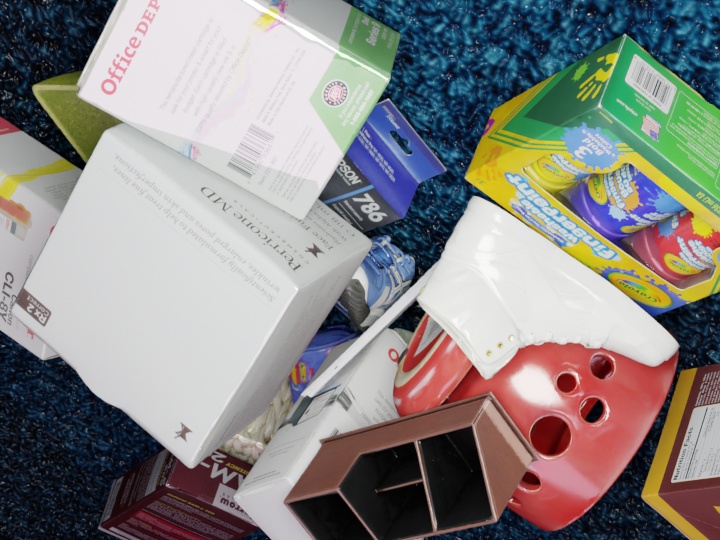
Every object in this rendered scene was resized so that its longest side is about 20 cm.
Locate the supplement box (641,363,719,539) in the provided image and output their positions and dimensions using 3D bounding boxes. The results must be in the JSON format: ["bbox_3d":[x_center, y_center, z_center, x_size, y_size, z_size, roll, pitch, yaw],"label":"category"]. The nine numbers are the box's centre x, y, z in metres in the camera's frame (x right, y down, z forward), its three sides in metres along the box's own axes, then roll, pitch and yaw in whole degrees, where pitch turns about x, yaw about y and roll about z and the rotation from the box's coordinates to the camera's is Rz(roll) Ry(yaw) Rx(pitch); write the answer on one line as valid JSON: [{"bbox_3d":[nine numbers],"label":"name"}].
[{"bbox_3d":[0.387,0.178,1.609,0.197,0.133,0.200,40,147,-27],"label":"supplement box"}]

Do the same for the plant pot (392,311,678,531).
[{"bbox_3d":[0.137,0.090,1.584,0.182,0.201,0.200,32,150,-8],"label":"plant pot"}]

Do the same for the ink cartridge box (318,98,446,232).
[{"bbox_3d":[-0.038,-0.065,1.552,0.199,0.039,0.099,-22,134,25],"label":"ink cartridge box"}]

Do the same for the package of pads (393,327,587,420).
[{"bbox_3d":[0.118,0.143,1.812,0.199,0.068,0.155,16,148,16],"label":"package of pads"}]

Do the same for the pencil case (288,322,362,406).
[{"bbox_3d":[-0.018,0.147,1.830,0.078,0.087,0.201,-1,107,40],"label":"pencil case"}]

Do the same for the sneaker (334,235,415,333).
[{"bbox_3d":[0.000,0.000,1.602,0.076,0.077,0.200,42,180,8],"label":"sneaker"}]

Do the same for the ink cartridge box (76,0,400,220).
[{"bbox_3d":[-0.091,-0.155,1.417,0.199,0.088,0.146,28,121,-9],"label":"ink cartridge box"}]

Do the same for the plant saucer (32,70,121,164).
[{"bbox_3d":[-0.151,-0.108,1.624,0.199,0.048,0.200,4,145,32],"label":"plant saucer"}]

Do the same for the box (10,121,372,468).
[{"bbox_3d":[-0.134,0.006,1.489,0.199,0.131,0.200,39,121,10],"label":"box"}]

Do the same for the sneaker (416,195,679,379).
[{"bbox_3d":[0.139,0.044,1.469,0.200,0.116,0.074,33,175,-5],"label":"sneaker"}]

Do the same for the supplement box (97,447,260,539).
[{"bbox_3d":[-0.177,0.234,1.912,0.109,0.061,0.200,27,151,-18],"label":"supplement box"}]

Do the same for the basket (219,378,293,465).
[{"bbox_3d":[-0.121,0.150,1.935,0.123,0.136,0.200,22,151,-5],"label":"basket"}]

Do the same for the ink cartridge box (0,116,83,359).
[{"bbox_3d":[-0.309,-0.033,1.702,0.200,0.083,0.146,31,118,28],"label":"ink cartridge box"}]

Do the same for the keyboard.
[{"bbox_3d":[0.026,0.039,1.622,0.011,0.056,0.200,47,109,4],"label":"keyboard"}]

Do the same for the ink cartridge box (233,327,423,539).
[{"bbox_3d":[0.001,0.173,1.691,0.086,0.200,0.147,-25,113,44],"label":"ink cartridge box"}]

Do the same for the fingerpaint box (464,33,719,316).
[{"bbox_3d":[0.207,-0.063,1.411,0.200,0.074,0.167,36,149,-19],"label":"fingerpaint box"}]

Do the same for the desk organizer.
[{"bbox_3d":[0.037,0.168,1.524,0.200,0.077,0.072,-20,114,43],"label":"desk organizer"}]
